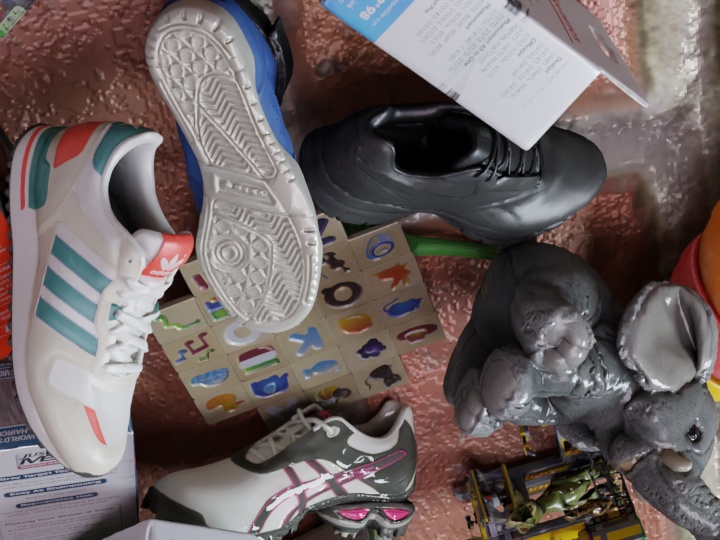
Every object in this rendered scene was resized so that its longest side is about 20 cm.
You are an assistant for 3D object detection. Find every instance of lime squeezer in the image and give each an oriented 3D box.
[{"bbox_3d":[0.000,0.000,1.368,0.199,0.038,0.071,-16,126,-3],"label":"lime squeezer"}]

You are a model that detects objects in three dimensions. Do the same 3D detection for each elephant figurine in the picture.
[{"bbox_3d":[0.162,0.074,1.349,0.199,0.141,0.156,21,94,-16],"label":"elephant figurine"}]

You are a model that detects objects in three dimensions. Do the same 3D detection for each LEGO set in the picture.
[{"bbox_3d":[0.118,0.166,1.430,0.115,0.200,0.154,-17,147,1],"label":"LEGO set"}]

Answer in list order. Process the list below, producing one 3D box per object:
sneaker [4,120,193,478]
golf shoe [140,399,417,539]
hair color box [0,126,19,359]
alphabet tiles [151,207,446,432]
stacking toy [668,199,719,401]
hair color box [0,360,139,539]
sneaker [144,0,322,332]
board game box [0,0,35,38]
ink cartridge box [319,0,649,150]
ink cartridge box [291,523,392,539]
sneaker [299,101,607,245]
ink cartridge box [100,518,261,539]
[{"bbox_3d":[-0.138,0.013,1.201,0.093,0.201,0.070,-7,176,29],"label":"sneaker"},{"bbox_3d":[-0.051,0.128,1.416,0.199,0.077,0.088,-1,108,-36],"label":"golf shoe"},{"bbox_3d":[-0.235,-0.056,1.235,0.061,0.102,0.200,-25,127,7],"label":"hair color box"},{"bbox_3d":[-0.038,0.034,1.365,0.166,0.006,0.200,-21,143,2],"label":"alphabet tiles"},{"bbox_3d":[0.230,0.037,1.410,0.146,0.146,0.200,28,130,-28],"label":"stacking toy"},{"bbox_3d":[-0.189,0.119,1.339,0.100,0.061,0.200,-8,154,-9],"label":"hair color box"},{"bbox_3d":[-0.066,-0.071,1.249,0.076,0.111,0.200,-15,111,12],"label":"sneaker"},{"bbox_3d":[-0.174,-0.227,1.181,0.105,0.023,0.200,34,111,-28],"label":"board game box"},{"bbox_3d":[0.061,-0.146,1.232,0.200,0.116,0.067,33,112,-29],"label":"ink cartridge box"},{"bbox_3d":[-0.049,0.265,1.534,0.200,0.048,0.146,-26,126,7],"label":"ink cartridge box"},{"bbox_3d":[0.068,-0.062,1.286,0.199,0.076,0.091,-2,164,-29],"label":"sneaker"},{"bbox_3d":[-0.090,0.208,1.396,0.199,0.050,0.161,11,156,-34],"label":"ink cartridge box"}]
